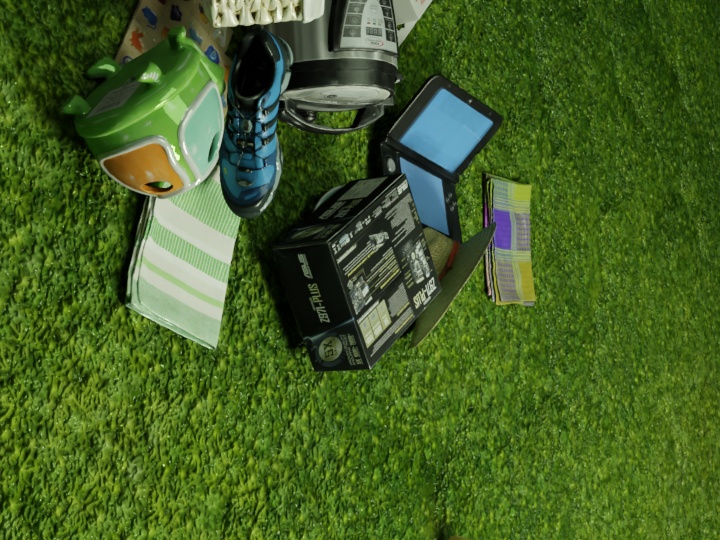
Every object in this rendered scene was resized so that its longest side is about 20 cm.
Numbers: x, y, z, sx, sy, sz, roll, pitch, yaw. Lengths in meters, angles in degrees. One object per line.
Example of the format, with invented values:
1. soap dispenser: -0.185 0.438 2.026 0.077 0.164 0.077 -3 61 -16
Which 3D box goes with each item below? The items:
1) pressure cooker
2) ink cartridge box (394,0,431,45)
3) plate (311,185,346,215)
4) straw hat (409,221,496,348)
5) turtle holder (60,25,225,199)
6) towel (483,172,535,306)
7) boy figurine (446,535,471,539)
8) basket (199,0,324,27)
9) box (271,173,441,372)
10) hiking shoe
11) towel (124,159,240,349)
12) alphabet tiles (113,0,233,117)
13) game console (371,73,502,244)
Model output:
1. pressure cooker: -0.040 -0.259 1.492 0.179 0.173 0.204 16 71 -82
2. ink cartridge box: 0.051 -0.413 1.746 0.202 0.066 0.116 63 38 -28
3. plate: -0.018 -0.005 1.620 0.199 0.025 0.204 10 78 -55
4. straw hat: 0.090 -0.004 1.706 0.085 0.201 0.202 34 48 -3
5. turtle holder: -0.202 -0.155 1.279 0.133 0.139 0.186 59 7 -26
6. towel: 0.234 -0.043 2.006 0.143 0.022 0.204 8 79 -55
7. boy figurine: 0.161 0.458 1.787 0.124 0.064 0.203 -24 109 -52
8. basket: -0.121 -0.358 1.330 0.137 0.122 0.201 96 -25 -45
9. box: 0.000 0.000 1.546 0.200 0.085 0.166 -44 121 -49
10. hiking shoe: -0.121 -0.159 1.366 0.087 0.073 0.204 27 68 -77
11. towel: -0.181 -0.036 1.374 0.152 0.023 0.203 33 60 -51
12. alphabet tiles: -0.197 -0.217 1.399 0.167 0.006 0.202 47 49 -42
13. game console: 0.115 -0.140 1.752 0.199 0.115 0.179 21 56 -53
